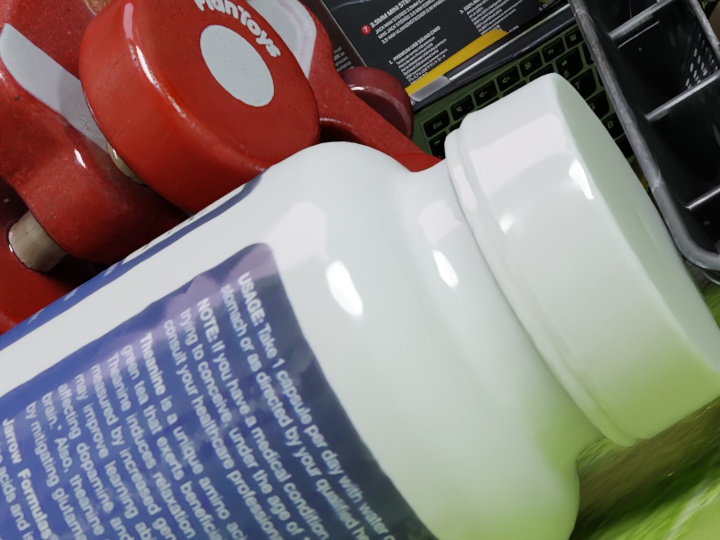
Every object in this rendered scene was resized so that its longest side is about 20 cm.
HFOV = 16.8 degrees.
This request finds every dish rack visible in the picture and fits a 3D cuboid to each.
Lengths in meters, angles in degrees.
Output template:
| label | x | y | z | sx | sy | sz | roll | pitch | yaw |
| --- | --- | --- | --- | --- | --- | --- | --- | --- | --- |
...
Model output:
| label | x | y | z | sx | sy | sz | roll | pitch | yaw |
| --- | --- | --- | --- | --- | --- | --- | --- | --- | --- |
| dish rack | 0.159 | -0.077 | 0.603 | 0.200 | 0.055 | 0.154 | -30 | 41 | 12 |

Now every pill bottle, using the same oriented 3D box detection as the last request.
| label | x | y | z | sx | sy | sz | roll | pitch | yaw |
| --- | --- | --- | --- | --- | --- | --- | --- | --- | --- |
| pill bottle | -0.019 | 0.040 | 0.567 | 0.200 | 0.111 | 0.111 | -31 | 3 | 13 |

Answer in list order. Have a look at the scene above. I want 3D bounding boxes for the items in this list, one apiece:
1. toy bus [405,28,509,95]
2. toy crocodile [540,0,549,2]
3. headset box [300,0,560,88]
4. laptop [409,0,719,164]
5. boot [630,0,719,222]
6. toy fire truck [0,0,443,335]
| label | x | y | z | sx | sy | sz | roll | pitch | yaw |
| --- | --- | --- | --- | --- | --- | --- | --- | --- | --- |
| toy bus | 0.000 | 0.000 | 0.878 | 0.200 | 0.078 | 0.065 | -36 | 38 | -21 |
| toy crocodile | 0.066 | -0.140 | 0.870 | 0.062 | 0.068 | 0.200 | -28 | 12 | 30 |
| headset box | 0.014 | -0.157 | 0.976 | 0.149 | 0.200 | 0.075 | -38 | 6 | -22 |
| laptop | 0.116 | -0.056 | 0.810 | 0.187 | 0.200 | 0.116 | -32 | 38 | -16 |
| boot | 0.138 | -0.036 | 0.766 | 0.074 | 0.075 | 0.200 | -39 | -13 | -16 |
| toy fire truck | -0.031 | -0.030 | 0.698 | 0.112 | 0.200 | 0.168 | -39 | 26 | 32 |
